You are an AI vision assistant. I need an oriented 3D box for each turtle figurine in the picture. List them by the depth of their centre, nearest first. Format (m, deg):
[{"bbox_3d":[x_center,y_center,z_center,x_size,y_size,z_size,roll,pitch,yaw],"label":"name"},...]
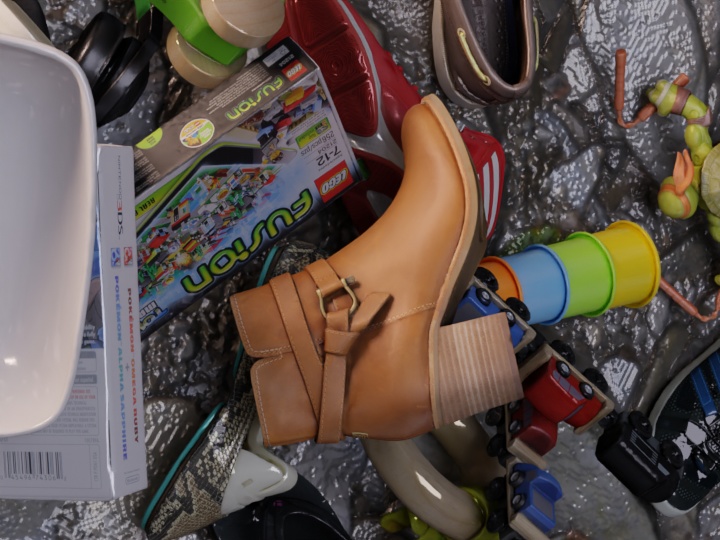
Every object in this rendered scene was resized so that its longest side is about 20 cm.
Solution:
[{"bbox_3d":[0.258,-0.079,1.321,0.160,0.064,0.201,-27,102,-24],"label":"turtle figurine"}]

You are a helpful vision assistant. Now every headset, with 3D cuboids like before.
[{"bbox_3d":[-0.184,-0.117,1.108,0.123,0.094,0.202,14,69,-24],"label":"headset"}]

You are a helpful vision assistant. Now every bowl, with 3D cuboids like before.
[{"bbox_3d":[-0.230,-0.026,0.933,0.198,0.075,0.202,4,104,-10],"label":"bowl"}]

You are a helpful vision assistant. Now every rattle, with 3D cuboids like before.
[{"bbox_3d":[-0.004,0.111,1.211,0.200,0.143,0.130,43,39,-5],"label":"rattle"}]

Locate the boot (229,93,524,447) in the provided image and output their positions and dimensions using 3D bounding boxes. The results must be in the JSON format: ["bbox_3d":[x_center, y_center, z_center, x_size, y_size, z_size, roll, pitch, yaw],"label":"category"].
[{"bbox_3d":[0.000,0.000,1.093,0.153,0.074,0.202,-12,64,3],"label":"boot"}]

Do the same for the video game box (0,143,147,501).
[{"bbox_3d":[-0.212,0.028,1.026,0.047,0.198,0.184,-12,100,-68],"label":"video game box"}]

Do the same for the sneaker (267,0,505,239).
[{"bbox_3d":[0.020,-0.094,1.213,0.115,0.078,0.201,-20,87,-55],"label":"sneaker"}]

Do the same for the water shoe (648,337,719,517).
[{"bbox_3d":[0.266,0.084,1.319,0.072,0.079,0.200,45,72,-20],"label":"water shoe"}]

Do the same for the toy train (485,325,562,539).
[{"bbox_3d":[0.102,0.101,1.190,0.034,0.046,0.201,41,29,-24],"label":"toy train"}]

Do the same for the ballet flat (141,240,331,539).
[{"bbox_3d":[-0.056,0.082,1.130,0.075,0.068,0.201,25,85,11],"label":"ballet flat"}]

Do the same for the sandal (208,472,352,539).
[{"bbox_3d":[-0.021,0.186,1.149,0.075,0.048,0.201,-27,72,-32],"label":"sandal"}]

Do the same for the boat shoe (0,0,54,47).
[{"bbox_3d":[-0.241,-0.157,1.031,0.060,0.072,0.200,-45,70,3],"label":"boat shoe"}]

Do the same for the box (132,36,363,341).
[{"bbox_3d":[-0.098,-0.036,1.103,0.199,0.035,0.110,-37,145,-8],"label":"box"}]

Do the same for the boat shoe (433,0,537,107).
[{"bbox_3d":[0.073,-0.206,1.221,0.071,0.059,0.202,-10,95,-26],"label":"boat shoe"}]

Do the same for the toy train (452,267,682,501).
[{"bbox_3d":[0.119,0.070,1.156,0.200,0.034,0.046,42,36,-12],"label":"toy train"}]

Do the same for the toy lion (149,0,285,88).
[{"bbox_3d":[-0.119,-0.230,1.104,0.199,0.069,0.193,31,53,-15],"label":"toy lion"}]

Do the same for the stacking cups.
[{"bbox_3d":[0.104,0.017,1.231,0.199,0.060,0.061,-15,97,-35],"label":"stacking cups"}]
